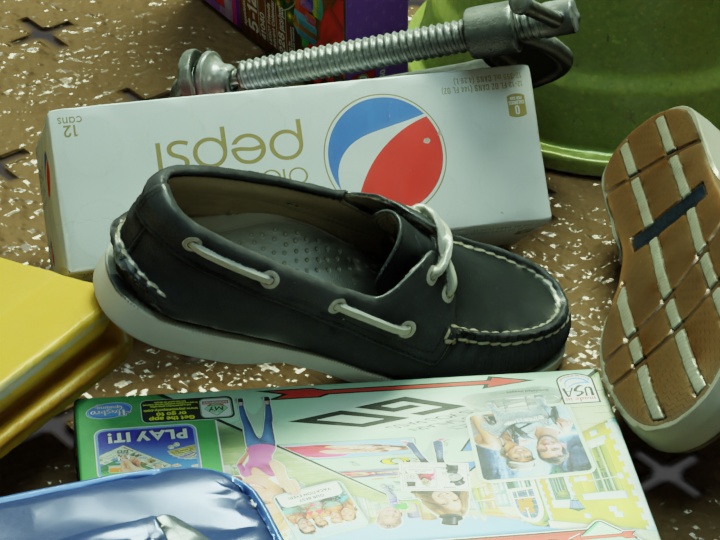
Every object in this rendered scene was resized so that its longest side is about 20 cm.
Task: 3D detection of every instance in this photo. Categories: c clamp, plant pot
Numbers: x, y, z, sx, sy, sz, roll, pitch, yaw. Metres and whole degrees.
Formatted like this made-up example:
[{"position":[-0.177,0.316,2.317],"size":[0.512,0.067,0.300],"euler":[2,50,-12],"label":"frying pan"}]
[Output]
[{"position":[0.004,-0.087,1.019],"size":[0.200,0.027,0.171],"euler":[-10,-7,23],"label":"c clamp"},{"position":[0.124,-0.173,1.118],"size":[0.200,0.184,0.200],"euler":[2,35,-2],"label":"plant pot"}]

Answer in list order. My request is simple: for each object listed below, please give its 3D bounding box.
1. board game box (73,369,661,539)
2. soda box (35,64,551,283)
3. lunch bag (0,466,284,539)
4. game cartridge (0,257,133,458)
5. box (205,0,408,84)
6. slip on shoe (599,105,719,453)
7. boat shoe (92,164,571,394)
[{"position":[0.001,0.091,0.869],"size":[0.200,0.029,0.135],"euler":[-3,34,-8],"label":"board game box"},{"position":[-0.028,-0.036,0.997],"size":[0.200,0.068,0.064],"euler":[-7,-8,-12],"label":"soda box"},{"position":[-0.089,0.140,0.703],"size":[0.200,0.132,0.136],"euler":[-12,38,-19],"label":"lunch bag"},{"position":[-0.214,0.039,0.908],"size":[0.200,0.032,0.176],"euler":[13,35,33],"label":"game cartridge"},{"position":[-0.031,-0.190,1.118],"size":[0.039,0.200,0.137],"euler":[-22,42,-26],"label":"box"},{"position":[0.135,0.010,0.963],"size":[0.076,0.061,0.200],"euler":[-37,25,20],"label":"slip on shoe"},{"position":[0.000,0.000,0.928],"size":[0.200,0.060,0.074],"euler":[11,41,-24],"label":"boat shoe"}]
